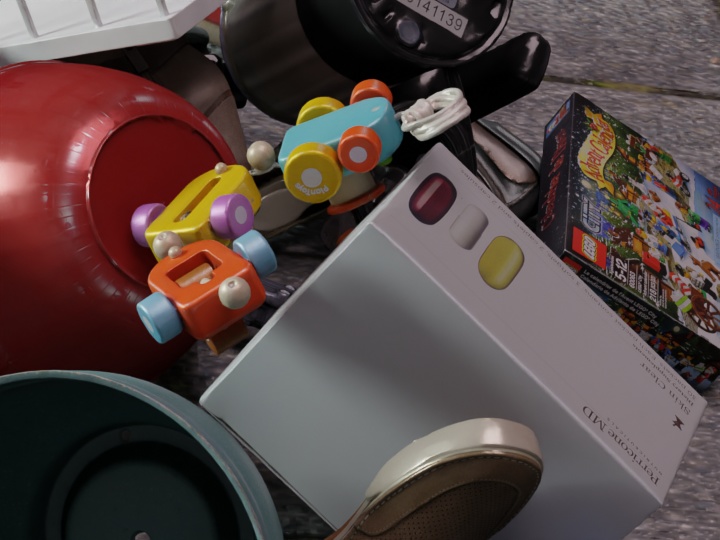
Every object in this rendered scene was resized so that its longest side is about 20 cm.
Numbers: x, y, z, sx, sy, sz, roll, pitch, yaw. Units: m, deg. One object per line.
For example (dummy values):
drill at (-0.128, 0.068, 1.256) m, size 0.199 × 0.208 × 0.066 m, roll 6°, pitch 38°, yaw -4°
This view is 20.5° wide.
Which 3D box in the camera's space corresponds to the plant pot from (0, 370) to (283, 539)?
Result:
plant pot at (-0.120, 0.139, 0.944) m, size 0.199 × 0.202 × 0.134 m, roll 20°, pitch 8°, yaw 10°

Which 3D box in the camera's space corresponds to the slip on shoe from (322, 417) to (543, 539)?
slip on shoe at (0.018, 0.144, 0.962) m, size 0.076 × 0.200 × 0.061 m, roll 24°, pitch 40°, yaw -36°

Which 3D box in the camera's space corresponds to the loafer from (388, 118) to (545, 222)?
loafer at (0.041, -0.094, 1.399) m, size 0.199 × 0.072 × 0.063 m, roll 32°, pitch 45°, yaw 22°

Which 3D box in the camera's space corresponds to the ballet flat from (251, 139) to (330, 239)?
ballet flat at (-0.036, -0.056, 1.317) m, size 0.062 × 0.068 × 0.199 m, roll 7°, pitch 31°, yaw 46°

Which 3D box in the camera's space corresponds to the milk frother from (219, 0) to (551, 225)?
milk frother at (-0.002, -0.113, 1.233) m, size 0.180 × 0.188 × 0.200 m, roll 44°, pitch 66°, yaw -15°

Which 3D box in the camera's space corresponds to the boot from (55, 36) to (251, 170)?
boot at (-0.161, -0.063, 1.218) m, size 0.199 × 0.070 × 0.147 m, roll -29°, pitch 80°, yaw -23°

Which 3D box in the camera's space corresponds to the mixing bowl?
mixing bowl at (-0.135, -0.028, 1.096) m, size 0.199 × 0.202 × 0.108 m, roll -20°, pitch 6°, yaw -38°

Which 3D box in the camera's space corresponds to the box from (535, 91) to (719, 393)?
box at (0.183, -0.023, 1.330) m, size 0.136 × 0.038 × 0.201 m, roll 32°, pitch 33°, yaw -14°

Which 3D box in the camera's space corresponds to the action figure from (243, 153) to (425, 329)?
action figure at (0.000, 0.000, 1.225) m, size 0.198 × 0.105 × 0.194 m, roll 19°, pitch 23°, yaw -2°

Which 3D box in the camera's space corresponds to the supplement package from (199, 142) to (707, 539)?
supplement package at (0.049, 0.068, 1.034) m, size 0.200 × 0.156 × 0.111 m, roll 43°, pitch 33°, yaw -2°

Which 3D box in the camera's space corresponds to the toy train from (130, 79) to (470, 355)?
toy train at (-0.035, -0.022, 1.003) m, size 0.199 × 0.056 × 0.150 m, roll -35°, pitch 27°, yaw -20°

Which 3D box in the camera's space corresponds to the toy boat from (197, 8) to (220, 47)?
toy boat at (-0.036, -0.227, 1.499) m, size 0.199 × 0.132 × 0.131 m, roll 21°, pitch 36°, yaw 11°

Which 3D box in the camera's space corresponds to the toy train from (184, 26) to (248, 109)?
toy train at (-0.175, -0.110, 1.318) m, size 0.198 × 0.114 × 0.086 m, roll -5°, pitch 79°, yaw -16°

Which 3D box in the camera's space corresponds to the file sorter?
file sorter at (-0.178, -0.205, 1.189) m, size 0.198 × 0.125 × 0.139 m, roll -5°, pitch 24°, yaw 28°
